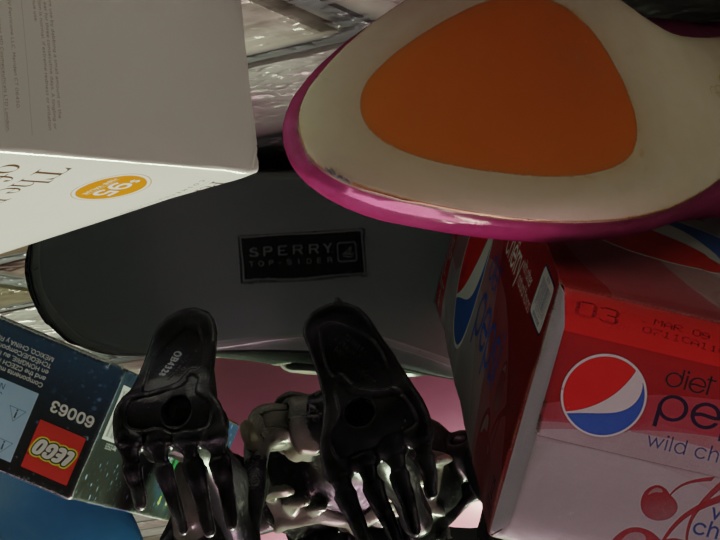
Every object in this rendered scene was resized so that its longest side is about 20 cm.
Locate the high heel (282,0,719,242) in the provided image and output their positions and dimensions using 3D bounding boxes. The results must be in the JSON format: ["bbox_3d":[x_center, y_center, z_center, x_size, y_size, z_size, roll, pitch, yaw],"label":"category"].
[{"bbox_3d":[0.053,-0.032,0.675,0.200,0.068,0.096,-18,168,-35],"label":"high heel"}]

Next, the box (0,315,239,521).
[{"bbox_3d":[-0.117,0.029,0.810,0.136,0.038,0.200,21,175,9],"label":"box"}]

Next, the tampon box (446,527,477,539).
[{"bbox_3d":[0.014,0.097,1.223,0.126,0.150,0.200,-3,171,-24],"label":"tampon box"}]

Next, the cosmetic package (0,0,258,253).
[{"bbox_3d":[-0.121,-0.023,0.621,0.200,0.051,0.082,-15,170,43],"label":"cosmetic package"}]

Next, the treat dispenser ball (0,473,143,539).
[{"bbox_3d":[-0.191,0.154,1.249,0.200,0.202,0.201,-8,172,-1],"label":"treat dispenser ball"}]

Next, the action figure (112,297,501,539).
[{"bbox_3d":[-0.008,0.074,0.775,0.118,0.102,0.200,-3,163,11],"label":"action figure"}]

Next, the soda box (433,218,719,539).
[{"bbox_3d":[0.064,0.013,0.712,0.070,0.064,0.200,13,-166,-6],"label":"soda box"}]

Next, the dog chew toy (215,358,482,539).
[{"bbox_3d":[0.024,0.040,0.977,0.200,0.125,0.124,-20,168,24],"label":"dog chew toy"}]

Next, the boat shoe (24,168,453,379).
[{"bbox_3d":[0.000,0.003,0.843,0.199,0.074,0.068,-5,178,-7],"label":"boat shoe"}]
